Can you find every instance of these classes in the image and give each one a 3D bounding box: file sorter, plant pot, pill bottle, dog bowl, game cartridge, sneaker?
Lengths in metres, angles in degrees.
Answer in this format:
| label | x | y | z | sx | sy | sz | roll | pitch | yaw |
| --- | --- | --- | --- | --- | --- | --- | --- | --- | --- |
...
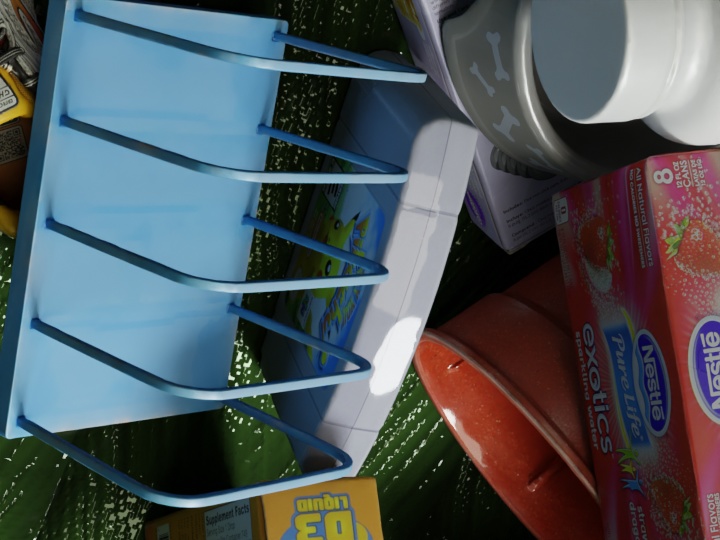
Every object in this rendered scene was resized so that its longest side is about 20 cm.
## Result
| label | x | y | z | sx | sy | sz | roll | pitch | yaw |
| --- | --- | --- | --- | --- | --- | --- | --- | --- | --- |
| file sorter | -0.063 | -0.011 | 0.722 | 0.138 | 0.122 | 0.201 | -4 | 108 | -50 |
| plant pot | 0.164 | 0.053 | 0.897 | 0.195 | 0.201 | 0.201 | -39 | 126 | -11 |
| pill bottle | 0.183 | -0.115 | 0.726 | 0.199 | 0.111 | 0.112 | -6 | 118 | -23 |
| dog bowl | 0.142 | -0.132 | 0.801 | 0.199 | 0.059 | 0.201 | -12 | 119 | -21 |
| game cartridge | 0.000 | 0.000 | 0.815 | 0.040 | 0.133 | 0.201 | 11 | 110 | -23 |
| sneaker | -0.170 | -0.102 | 0.713 | 0.078 | 0.082 | 0.201 | -26 | 123 | -11 |

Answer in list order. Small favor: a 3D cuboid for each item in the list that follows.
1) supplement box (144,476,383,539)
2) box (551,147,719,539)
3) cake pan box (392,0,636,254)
| label | x | y | z | sx | sy | sz | roll | pitch | yaw |
| --- | --- | --- | --- | --- | --- | --- | --- | --- | --- |
| supplement box | -0.054 | 0.151 | 0.833 | 0.066 | 0.200 | 0.069 | 0 | 78 | -25 |
| box | 0.165 | 0.047 | 0.754 | 0.095 | 0.100 | 0.201 | -6 | 85 | -20 |
| cake pan box | 0.126 | -0.135 | 0.856 | 0.199 | 0.052 | 0.185 | -30 | 126 | -8 |
